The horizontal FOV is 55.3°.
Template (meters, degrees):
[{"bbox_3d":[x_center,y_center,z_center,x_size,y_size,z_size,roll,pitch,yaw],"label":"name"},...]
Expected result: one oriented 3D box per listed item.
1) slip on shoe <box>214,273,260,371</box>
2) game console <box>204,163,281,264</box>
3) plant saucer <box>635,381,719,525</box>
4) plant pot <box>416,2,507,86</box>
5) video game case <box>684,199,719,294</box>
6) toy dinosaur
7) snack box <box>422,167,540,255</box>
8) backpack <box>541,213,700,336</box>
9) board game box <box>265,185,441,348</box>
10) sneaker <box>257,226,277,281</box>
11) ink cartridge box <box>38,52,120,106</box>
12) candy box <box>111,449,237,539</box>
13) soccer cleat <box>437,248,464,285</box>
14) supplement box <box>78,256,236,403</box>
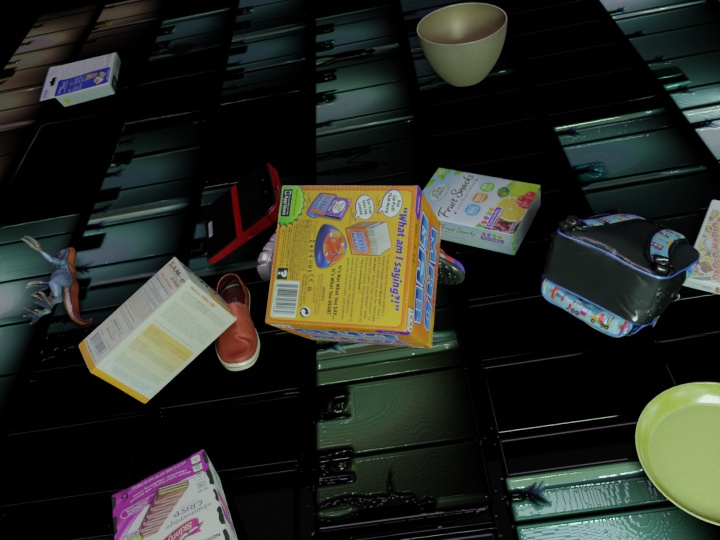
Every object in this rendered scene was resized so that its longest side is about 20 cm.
[{"bbox_3d":[-0.210,0.083,1.138,0.074,0.061,0.200,-13,45,-1],"label":"slip on shoe"},{"bbox_3d":[-0.225,-0.113,1.321,0.177,0.031,0.200,-37,35,12],"label":"game console"},{"bbox_3d":[0.443,0.227,0.844,0.200,0.031,0.200,-7,43,7],"label":"plant saucer"},{"bbox_3d":[0.235,-0.503,1.573,0.200,0.135,0.200,-7,43,7],"label":"plant pot"},{"bbox_3d":[0.618,-0.026,1.065,0.182,0.023,0.200,17,51,29],"label":"video game case"},{"bbox_3d":[-0.566,0.026,1.307,0.200,0.105,0.182,31,34,-7],"label":"toy dinosaur"},{"bbox_3d":[0.205,-0.110,1.235,0.200,0.053,0.142,15,49,27],"label":"snack box"},{"bbox_3d":[0.390,-0.007,1.018,0.183,0.135,0.200,31,33,34],"label":"backpack"},{"bbox_3d":[0.000,0.000,1.015,0.200,0.200,0.200,2,78,17],"label":"board game box"},{"bbox_3d":[-0.109,-0.056,1.250,0.087,0.074,0.200,10,51,20],"label":"sneaker"},{"bbox_3d":[-0.785,-0.533,1.935,0.200,0.047,0.198,-15,45,1],"label":"ink cartridge box"},{"bbox_3d":[-0.230,0.329,0.854,0.136,0.061,0.200,-26,29,-12],"label":"candy box"},{"bbox_3d":[0.102,-0.037,1.177,0.200,0.068,0.073,22,58,37],"label":"soccer cleat"},{"bbox_3d":[-0.312,0.094,1.068,0.200,0.126,0.074,-43,47,-4],"label":"supplement box"}]
